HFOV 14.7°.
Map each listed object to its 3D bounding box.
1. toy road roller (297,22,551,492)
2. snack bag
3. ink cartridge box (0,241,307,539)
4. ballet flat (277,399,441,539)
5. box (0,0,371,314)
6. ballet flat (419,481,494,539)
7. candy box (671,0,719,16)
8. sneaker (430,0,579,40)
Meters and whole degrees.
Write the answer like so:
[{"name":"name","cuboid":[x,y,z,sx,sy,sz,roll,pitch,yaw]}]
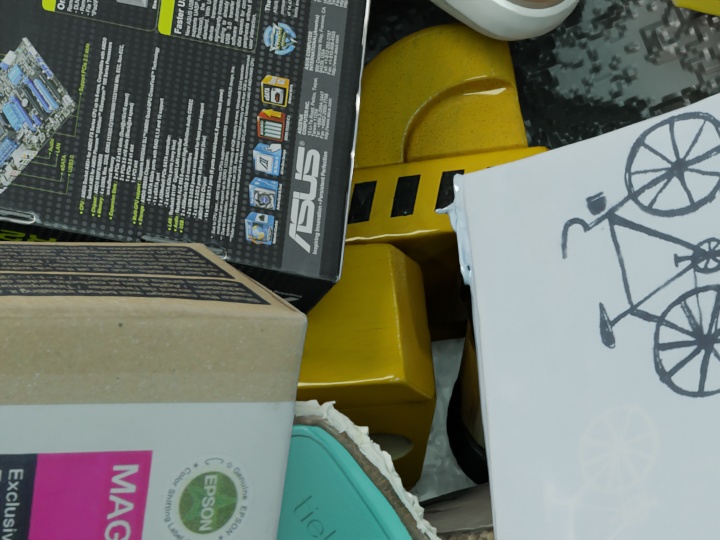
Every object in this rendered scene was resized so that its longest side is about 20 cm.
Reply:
[{"name":"toy road roller","cuboid":[0.000,0.000,0.962,0.199,0.123,0.147,-7,66,-6]},{"name":"snack bag","cuboid":[0.122,0.027,0.827,0.199,0.021,0.189,-18,57,21]},{"name":"ink cartridge box","cuboid":[-0.111,0.096,0.789,0.164,0.075,0.201,0,105,-29]},{"name":"ballet flat","cuboid":[0.023,0.126,0.861,0.072,0.072,0.201,-30,88,-6]},{"name":"box","cuboid":[-0.077,-0.097,0.880,0.159,0.044,0.201,10,70,-13]},{"name":"ballet flat","cuboid":[0.008,0.107,0.941,0.199,0.067,0.047,-16,93,22]},{"name":"candy box","cuboid":[0.219,-0.112,0.978,0.199,0.026,0.102,14,52,22]},{"name":"sneaker","cuboid":[0.008,-0.139,0.993,0.073,0.085,0.200,-22,58,-28]}]
